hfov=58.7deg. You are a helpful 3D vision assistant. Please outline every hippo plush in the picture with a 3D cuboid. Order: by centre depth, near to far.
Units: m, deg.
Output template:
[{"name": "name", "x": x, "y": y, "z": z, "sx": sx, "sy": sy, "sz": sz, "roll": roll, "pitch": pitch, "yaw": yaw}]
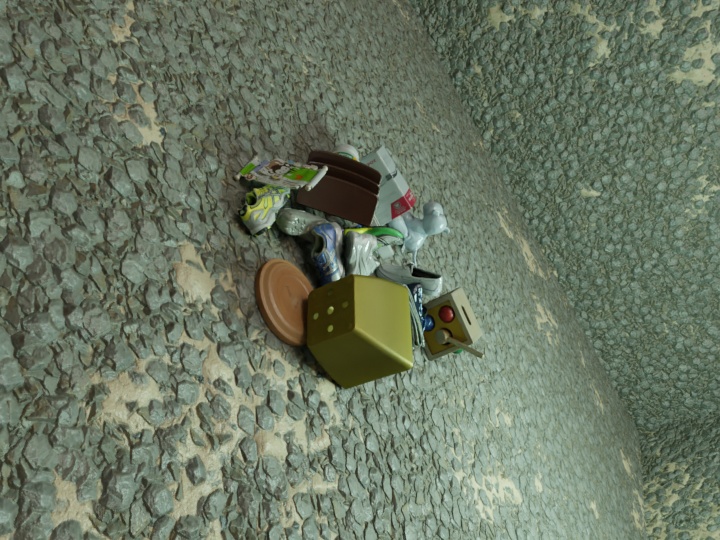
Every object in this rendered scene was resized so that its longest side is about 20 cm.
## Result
[{"name": "hippo plush", "x": 0.187, "y": -0.154, "z": 2.035, "sx": 0.159, "sy": 0.159, "sz": 0.203, "roll": 44, "pitch": 30, "yaw": -31}]

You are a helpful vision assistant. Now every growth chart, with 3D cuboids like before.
[{"name": "growth chart", "x": -0.183, "y": -0.231, "z": 1.505, "sx": 0.146, "sy": 0.194, "sz": 0.018, "roll": -73, "pitch": 171, "yaw": -55}]

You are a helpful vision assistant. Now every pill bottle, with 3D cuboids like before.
[{"name": "pill bottle", "x": -0.055, "y": -0.261, "z": 1.776, "sx": 0.113, "sy": 0.111, "sz": 0.203, "roll": 45, "pitch": 33, "yaw": -29}]

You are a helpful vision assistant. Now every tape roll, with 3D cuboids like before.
[{"name": "tape roll", "x": 0.035, "y": -0.126, "z": 1.823, "sx": 0.206, "sy": 0.036, "sz": 0.203, "roll": 62, "pitch": 5, "yaw": -9}]

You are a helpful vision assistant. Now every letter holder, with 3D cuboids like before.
[{"name": "letter holder", "x": -0.049, "y": -0.211, "z": 1.597, "sx": 0.195, "sy": 0.146, "sz": 0.101, "roll": 17, "pitch": 9, "yaw": -6}]

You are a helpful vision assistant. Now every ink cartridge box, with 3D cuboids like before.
[{"name": "ink cartridge box", "x": 0.054, "y": -0.250, "z": 1.916, "sx": 0.202, "sy": 0.143, "sz": 0.084, "roll": 57, "pitch": 30, "yaw": -12}]

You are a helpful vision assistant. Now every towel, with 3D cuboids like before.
[{"name": "towel", "x": 0.114, "y": 0.116, "z": 1.713, "sx": 0.200, "sy": 0.047, "sz": 0.175, "roll": -179, "pitch": -108, "yaw": -81}]

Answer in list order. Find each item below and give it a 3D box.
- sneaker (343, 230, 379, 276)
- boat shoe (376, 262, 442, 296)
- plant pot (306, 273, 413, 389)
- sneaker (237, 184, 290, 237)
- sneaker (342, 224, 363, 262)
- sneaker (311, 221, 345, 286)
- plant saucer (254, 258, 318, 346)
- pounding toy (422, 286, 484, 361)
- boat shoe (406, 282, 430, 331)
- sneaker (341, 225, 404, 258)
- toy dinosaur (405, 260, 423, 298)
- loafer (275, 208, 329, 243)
[{"name": "sneaker", "x": 0.000, "y": 0.000, "z": 1.586, "sx": 0.097, "sy": 0.204, "sz": 0.078, "roll": 0, "pitch": 32, "yaw": -21}, {"name": "boat shoe", "x": 0.141, "y": 0.009, "z": 1.816, "sx": 0.074, "sy": 0.195, "sz": 0.067, "roll": -57, "pitch": 158, "yaw": -54}, {"name": "plant pot", "x": -0.015, "y": 0.120, "z": 1.424, "sx": 0.176, "sy": 0.197, "sz": 0.204, "roll": 35, "pitch": 44, "yaw": -44}, {"name": "sneaker", "x": -0.218, "y": -0.165, "z": 1.464, "sx": 0.077, "sy": 0.074, "sz": 0.202, "roll": 49, "pitch": 30, "yaw": -25}, {"name": "sneaker", "x": -0.015, "y": -0.039, "z": 1.692, "sx": 0.077, "sy": 0.084, "sz": 0.204, "roll": 31, "pitch": 43, "yaw": -44}, {"name": "sneaker", "x": -0.084, "y": -0.014, "z": 1.551, "sx": 0.076, "sy": 0.075, "sz": 0.206, "roll": -3, "pitch": 90, "yaw": -36}, {"name": "plant saucer", "x": -0.155, "y": 0.067, "z": 1.427, "sx": 0.200, "sy": 0.032, "sz": 0.204, "roll": 40, "pitch": 36, "yaw": -37}, {"name": "pounding toy", "x": 0.265, "y": 0.177, "z": 1.886, "sx": 0.141, "sy": 0.182, "sz": 0.204, "roll": -20, "pitch": 84, "yaw": -61}, {"name": "boat shoe", "x": 0.162, "y": 0.124, "z": 1.796, "sx": 0.085, "sy": 0.067, "sz": 0.203, "roll": -125, "pitch": -162, "yaw": -46}, {"name": "sneaker", "x": 0.022, "y": -0.070, "z": 1.649, "sx": 0.195, "sy": 0.078, "sz": 0.088, "roll": -5, "pitch": 93, "yaw": -20}, {"name": "toy dinosaur", "x": 0.122, "y": 0.054, "z": 1.900, "sx": 0.179, "sy": 0.107, "sz": 0.200, "roll": 10, "pitch": 25, "yaw": -45}, {"name": "loafer", "x": -0.137, "y": -0.114, "z": 1.559, "sx": 0.069, "sy": 0.071, "sz": 0.199, "roll": 36, "pitch": 10, "yaw": 30}]
